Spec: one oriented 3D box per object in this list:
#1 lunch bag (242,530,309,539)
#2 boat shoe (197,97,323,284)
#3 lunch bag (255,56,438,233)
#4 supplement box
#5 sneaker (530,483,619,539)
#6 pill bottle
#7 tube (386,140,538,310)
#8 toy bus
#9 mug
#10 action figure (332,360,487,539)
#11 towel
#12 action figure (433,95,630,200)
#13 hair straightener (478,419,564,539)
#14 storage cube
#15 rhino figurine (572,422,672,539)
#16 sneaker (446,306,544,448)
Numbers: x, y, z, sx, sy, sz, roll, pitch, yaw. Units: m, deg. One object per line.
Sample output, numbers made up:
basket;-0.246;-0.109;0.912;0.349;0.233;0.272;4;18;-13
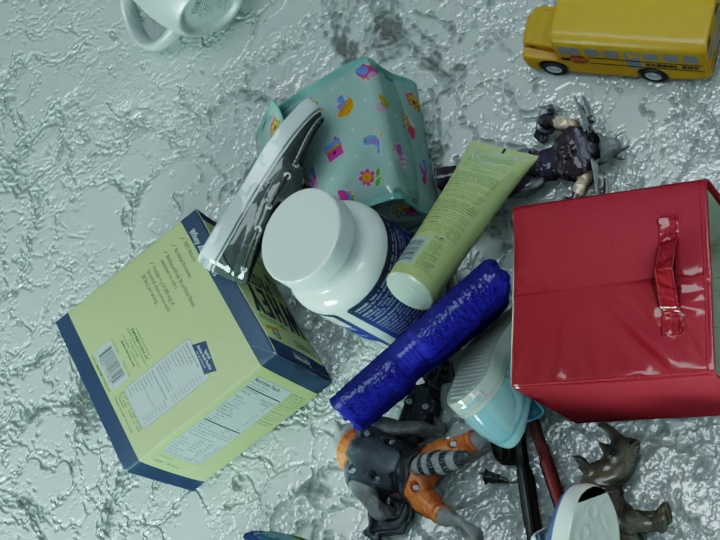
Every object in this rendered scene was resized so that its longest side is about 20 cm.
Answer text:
lunch bag;-0.018;0.308;1.167;0.160;0.200;0.083;25;86;37
boat shoe;-0.084;-0.075;1.276;0.066;0.070;0.201;32;78;1
lunch bag;-0.031;-0.106;1.360;0.199;0.122;0.172;-20;68;30
supplement box;-0.176;0.086;1.350;0.199;0.134;0.201;-37;62;9
sneaker;0.150;0.272;1.139;0.146;0.080;0.202;13;106;50
pill bottle;0.000;0.000;1.253;0.115;0.200;0.117;-15;62;31
tube;0.096;-0.050;1.226;0.058;0.052;0.200;37;61;-6
toy bus;0.260;-0.238;1.293;0.199;0.078;0.066;9;77;26
mug;-0.231;-0.355;1.531;0.200;0.147;0.176;-50;64;37
action figure;0.053;0.163;1.234;0.193;0.104;0.201;2;69;38
towel;0.061;0.073;1.189;0.200;0.148;0.050;-42;85;0
action figure;0.175;-0.103;1.297;0.199;0.069;0.131;-15;61;15
hair straightener;0.144;0.177;1.229;0.077;0.041;0.201;-23;65;16
storage cube;0.246;0.034;1.145;0.179;0.200;0.172;-7;71;28
rhino figurine;0.238;0.233;1.159;0.087;0.060;0.201;-16;66;17
sneaker;0.138;0.102;1.201;0.074;0.200;0.082;-35;99;32
